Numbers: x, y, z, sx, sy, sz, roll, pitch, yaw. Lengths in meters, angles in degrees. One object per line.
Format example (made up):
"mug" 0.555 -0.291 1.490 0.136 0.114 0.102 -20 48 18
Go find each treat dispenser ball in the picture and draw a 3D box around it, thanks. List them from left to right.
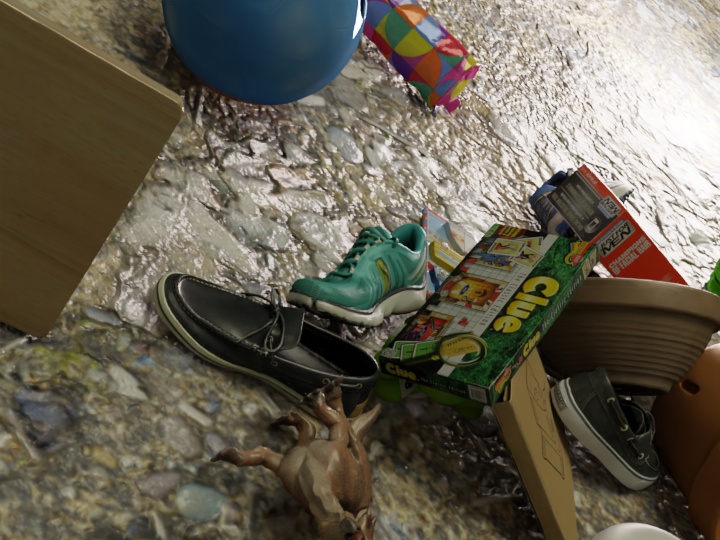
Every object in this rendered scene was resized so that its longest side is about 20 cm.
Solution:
"treat dispenser ball" -0.093 -0.263 1.185 0.200 0.201 0.202 28 34 -21

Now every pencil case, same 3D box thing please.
"pencil case" 0.056 -0.284 1.495 0.200 0.088 0.088 48 32 5

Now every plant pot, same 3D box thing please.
"plant pot" 0.254 0.071 1.195 0.200 0.200 0.094 15 75 -36
"plant pot" 0.386 0.167 1.227 0.199 0.201 0.140 10 28 -41

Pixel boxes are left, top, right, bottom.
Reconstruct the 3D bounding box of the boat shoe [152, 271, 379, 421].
"boat shoe" -0.071 0.052 0.967 0.199 0.062 0.075 31 35 -15

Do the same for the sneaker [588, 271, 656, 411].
"sneaker" 0.309 0.075 1.342 0.074 0.079 0.201 -5 54 -48

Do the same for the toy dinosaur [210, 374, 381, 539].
"toy dinosaur" -0.020 0.160 0.883 0.136 0.086 0.200 57 17 5

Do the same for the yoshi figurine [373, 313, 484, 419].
"yoshi figurine" 0.090 0.072 1.081 0.113 0.112 0.200 54 36 7

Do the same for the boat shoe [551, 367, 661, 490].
"boat shoe" 0.249 0.152 1.155 0.200 0.056 0.069 39 28 -45

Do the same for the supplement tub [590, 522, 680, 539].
"supplement tub" 0.148 0.276 0.805 0.144 0.200 0.145 28 35 -22

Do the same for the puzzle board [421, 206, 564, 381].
"puzzle board" 0.146 0.023 1.283 0.199 0.017 0.151 32 33 -18

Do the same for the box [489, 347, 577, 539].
"box" 0.150 0.131 1.050 0.164 0.021 0.201 -80 151 -53

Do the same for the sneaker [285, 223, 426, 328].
"sneaker" 0.000 0.000 1.074 0.077 0.080 0.200 18 17 25

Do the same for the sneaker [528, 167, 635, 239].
"sneaker" 0.274 -0.094 1.512 0.085 0.077 0.199 47 31 15

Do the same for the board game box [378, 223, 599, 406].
"board game box" 0.110 0.030 1.011 0.104 0.024 0.200 15 43 30

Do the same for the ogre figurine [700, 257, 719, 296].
"ogre figurine" 0.533 0.037 1.595 0.199 0.120 0.099 21 41 -28

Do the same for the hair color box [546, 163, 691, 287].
"hair color box" 0.306 -0.020 1.393 0.200 0.064 0.111 41 13 -36

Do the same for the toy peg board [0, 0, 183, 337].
"toy peg board" -0.255 -0.094 0.829 0.199 0.200 0.098 29 18 -21
